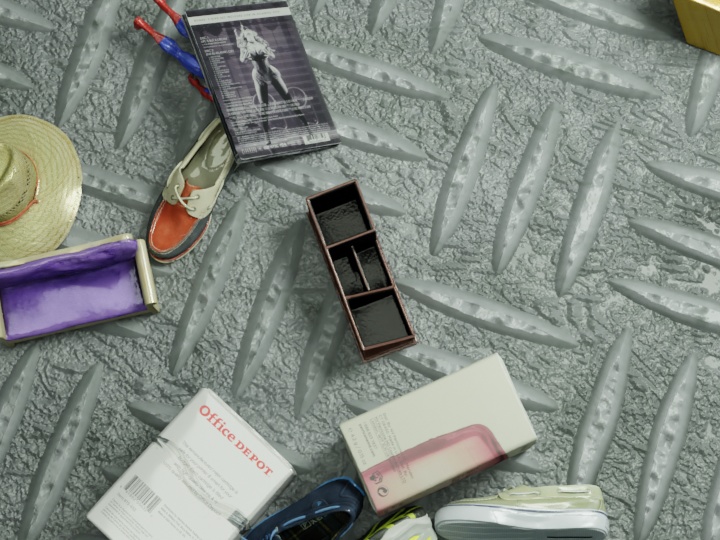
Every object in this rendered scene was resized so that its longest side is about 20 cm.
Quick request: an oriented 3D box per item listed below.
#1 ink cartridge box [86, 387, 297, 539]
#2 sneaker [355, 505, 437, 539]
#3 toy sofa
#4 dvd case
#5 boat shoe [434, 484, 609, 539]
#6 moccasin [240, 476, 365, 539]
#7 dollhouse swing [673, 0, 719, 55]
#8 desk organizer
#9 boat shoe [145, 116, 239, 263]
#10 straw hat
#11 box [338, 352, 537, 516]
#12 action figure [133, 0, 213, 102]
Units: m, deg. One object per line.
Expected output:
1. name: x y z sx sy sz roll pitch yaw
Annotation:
1. ink cartridge box: -0.190 0.257 1.719 0.145 0.084 0.200 41 83 9
2. sneaker: 0.000 0.347 1.701 0.200 0.075 0.077 -29 91 2
3. toy sofa: -0.343 0.025 1.768 0.199 0.098 0.083 -13 77 -2
4. dvd case: -0.120 -0.232 1.819 0.148 0.016 0.201 -13 76 -34
5. boat shoe: 0.184 0.279 1.719 0.199 0.072 0.062 2 53 -1
6. moccasin: -0.081 0.305 1.680 0.080 0.068 0.200 40 108 -11
7. dollhouse swing: 0.498 -0.366 1.795 0.175 0.182 0.201 18 78 26
8. desk organizer: 0.000 0.000 1.771 0.072 0.077 0.201 -21 78 -2
9. boat shoe: -0.198 -0.102 1.808 0.071 0.063 0.200 32 82 6
10. straw hat: -0.437 -0.106 1.804 0.200 0.085 0.202 0 78 1
11. box: 0.087 0.190 1.702 0.199 0.128 0.109 -24 78 -3
12. action figure: -0.188 -0.255 1.847 0.200 0.052 0.065 43 88 5
